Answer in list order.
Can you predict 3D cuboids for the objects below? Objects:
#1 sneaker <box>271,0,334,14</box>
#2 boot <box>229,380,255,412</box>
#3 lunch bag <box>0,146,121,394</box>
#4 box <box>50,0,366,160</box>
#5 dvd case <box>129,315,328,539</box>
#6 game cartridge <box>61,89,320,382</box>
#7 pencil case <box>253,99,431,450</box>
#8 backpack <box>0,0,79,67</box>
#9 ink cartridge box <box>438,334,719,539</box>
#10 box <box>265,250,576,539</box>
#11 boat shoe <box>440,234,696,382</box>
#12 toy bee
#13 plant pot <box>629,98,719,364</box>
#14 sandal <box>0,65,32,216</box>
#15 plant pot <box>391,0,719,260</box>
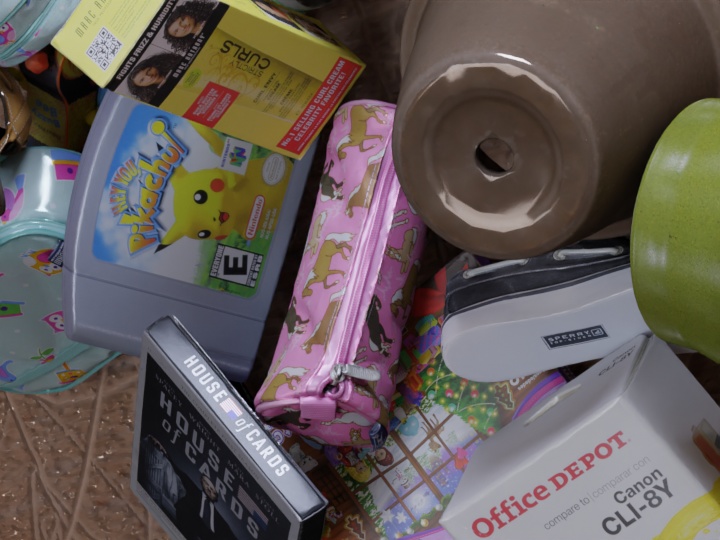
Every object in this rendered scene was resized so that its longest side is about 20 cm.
[{"bbox_3d":[-0.092,-0.216,1.775,0.200,0.077,0.089,54,138,12],"label":"sneaker"},{"bbox_3d":[-0.034,0.117,1.840,0.153,0.073,0.205,-7,110,35],"label":"boot"},{"bbox_3d":[-0.198,0.005,1.874,0.199,0.160,0.078,-27,48,40],"label":"lunch bag"},{"bbox_3d":[-0.081,-0.120,1.658,0.050,0.200,0.075,42,102,29],"label":"box"},{"bbox_3d":[-0.080,0.131,1.760,0.150,0.025,0.200,49,156,20],"label":"dvd case"},{"bbox_3d":[-0.103,-0.043,1.775,0.133,0.040,0.201,14,96,-15],"label":"game cartridge"},{"bbox_3d":[0.000,0.000,1.712,0.086,0.083,0.201,-1,66,41],"label":"pencil case"},{"bbox_3d":[-0.210,-0.222,1.772,0.126,0.201,0.167,31,134,-21],"label":"backpack"},{"bbox_3d":[0.163,0.159,1.662,0.145,0.083,0.200,-37,98,29],"label":"ink cartridge box"},{"bbox_3d":[0.032,0.101,1.758,0.200,0.039,0.137,-40,80,13],"label":"box"},{"bbox_3d":[0.141,0.009,1.676,0.199,0.068,0.072,-13,140,19],"label":"boat shoe"},{"bbox_3d":[-0.185,-0.123,1.846,0.130,0.108,0.201,6,109,36],"label":"toy bee"},{"bbox_3d":[0.247,-0.011,1.514,0.192,0.200,0.202,12,113,33],"label":"plant pot"},{"bbox_3d":[-0.225,-0.094,1.798,0.054,0.200,0.082,-18,111,-2],"label":"sandal"},{"bbox_3d":[0.098,-0.089,1.585,0.199,0.175,0.202,8,115,17],"label":"plant pot"}]
